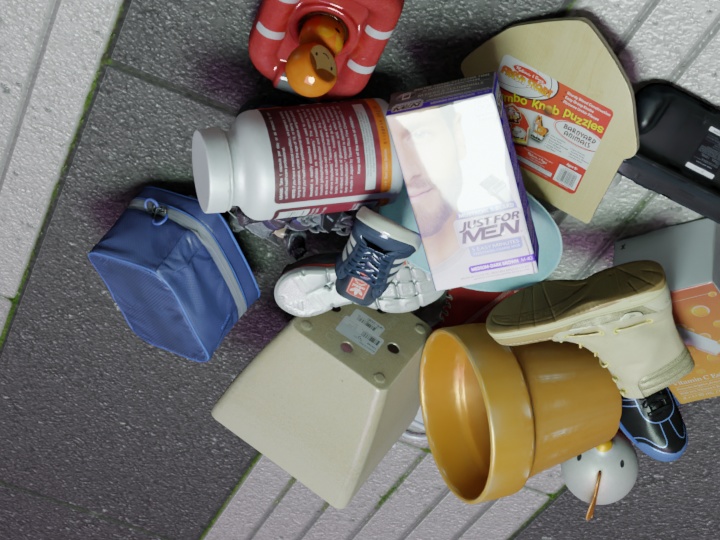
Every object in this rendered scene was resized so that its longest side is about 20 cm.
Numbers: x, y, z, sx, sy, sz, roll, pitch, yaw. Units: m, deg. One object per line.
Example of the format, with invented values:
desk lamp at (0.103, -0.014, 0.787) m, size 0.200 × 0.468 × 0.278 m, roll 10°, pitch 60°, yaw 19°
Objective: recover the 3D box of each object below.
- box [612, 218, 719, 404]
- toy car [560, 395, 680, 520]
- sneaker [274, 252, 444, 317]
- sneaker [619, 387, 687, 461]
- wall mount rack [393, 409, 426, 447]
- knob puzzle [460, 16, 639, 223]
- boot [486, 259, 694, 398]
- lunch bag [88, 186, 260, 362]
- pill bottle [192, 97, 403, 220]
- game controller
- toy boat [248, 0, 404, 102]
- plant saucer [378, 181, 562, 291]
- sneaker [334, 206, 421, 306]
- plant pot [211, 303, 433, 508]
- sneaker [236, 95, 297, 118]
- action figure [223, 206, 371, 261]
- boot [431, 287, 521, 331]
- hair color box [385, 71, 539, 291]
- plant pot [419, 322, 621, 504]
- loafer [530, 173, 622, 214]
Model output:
box at (0.381, 0.048, 1.752) m, size 0.124 × 0.098 × 0.200 m, roll -15°, pitch 134°, yaw 31°
toy car at (0.296, 0.206, 1.889) m, size 0.184 × 0.200 × 0.177 m, roll 7°, pitch 142°, yaw 6°
sneaker at (0.000, 0.000, 1.774) m, size 0.200 × 0.082 × 0.077 m, roll -3°, pitch 116°, yaw -3°
sneaker at (0.321, 0.129, 1.806) m, size 0.070 × 0.200 × 0.078 m, roll -29°, pitch 168°, yaw -15°
wall mount rack at (0.131, 0.216, 2.048) m, size 0.174 × 0.075 × 0.200 m, roll 28°, pitch 140°, yaw -19°
knob puzzle at (0.193, -0.170, 1.558) m, size 0.219 × 0.030 × 0.220 m, roll 14°, pitch 124°, yaw 22°
boot at (0.251, 0.078, 1.680) m, size 0.200 × 0.073 × 0.156 m, roll -17°, pitch 128°, yaw 15°
lunch bag at (-0.214, -0.008, 1.818) m, size 0.136 × 0.132 × 0.200 m, roll 18°, pitch 147°, yaw 32°
pill bottle at (-0.065, -0.111, 1.571) m, size 0.200 × 0.113 × 0.113 m, roll -7°, pitch 145°, yaw -16°
game controller at (0.350, -0.114, 1.588) m, size 0.200 × 0.042 × 0.104 m, roll 24°, pitch 103°, yaw -16°
toy boat at (-0.038, -0.223, 1.502) m, size 0.130 × 0.131 × 0.200 m, roll 19°, pitch 142°, yaw -9°
plant saucer at (0.121, -0.054, 1.652) m, size 0.201 × 0.039 × 0.201 m, roll 14°, pitch 144°, yaw 10°
sneaker at (0.011, -0.008, 1.605) m, size 0.075 × 0.085 × 0.200 m, roll 28°, pitch 171°, yaw 3°
plant pot at (-0.025, 0.121, 1.847) m, size 0.200 × 0.200 × 0.177 m, roll 35°, pitch 133°, yaw 7°
sneaker at (-0.044, -0.132, 1.683) m, size 0.200 × 0.075 × 0.087 m, roll 21°, pitch 163°, yaw -11°
action figure at (-0.087, -0.060, 1.753) m, size 0.200 × 0.070 × 0.130 m, roll -5°, pitch 159°, yaw 43°
boot at (0.108, 0.031, 1.838) m, size 0.144 × 0.072 × 0.200 m, roll 41°, pitch 134°, yaw -21°
hair color box at (0.103, -0.086, 1.532) m, size 0.109 × 0.065 × 0.200 m, roll -11°, pitch 115°, yaw 13°
plant pot at (0.189, 0.150, 1.769) m, size 0.183 × 0.200 × 0.200 m, roll -9°, pitch 147°, yaw -20°
loafer at (0.192, -0.090, 1.662) m, size 0.200 × 0.070 × 0.070 m, roll -7°, pitch 145°, yaw 32°
